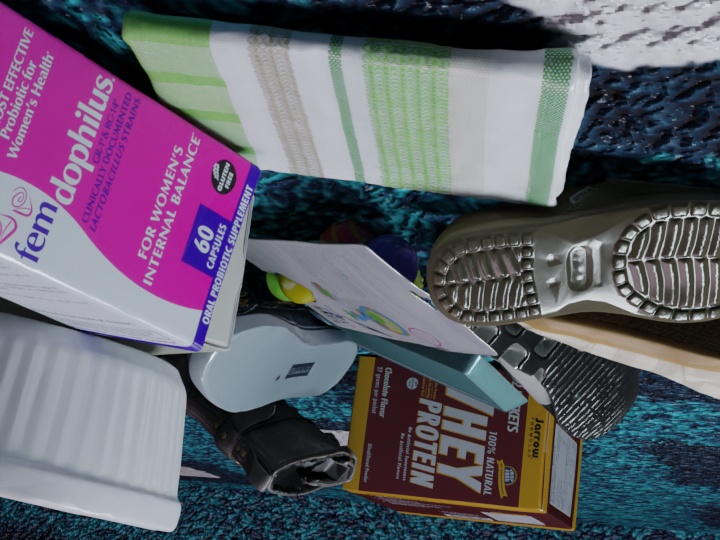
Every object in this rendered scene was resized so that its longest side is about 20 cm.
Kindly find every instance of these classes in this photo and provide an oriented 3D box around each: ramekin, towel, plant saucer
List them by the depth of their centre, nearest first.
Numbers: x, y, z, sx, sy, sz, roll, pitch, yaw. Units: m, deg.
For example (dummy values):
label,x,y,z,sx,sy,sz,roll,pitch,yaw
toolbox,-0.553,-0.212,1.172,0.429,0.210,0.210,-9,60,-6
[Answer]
label,x,y,z,sx,sy,sz,roll,pitch,yaw
towel,0.002,-0.079,0.582,0.199,0.031,0.149,8,163,6
ramekin,-0.193,0.084,0.718,0.202,0.095,0.202,12,167,3
plant saucer,0.033,0.057,0.914,0.200,0.019,0.070,21,163,50

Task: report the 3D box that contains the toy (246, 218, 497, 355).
label,x,y,z,sx,sy,sz,roll,pitch,yaw
toy,0.000,0.000,0.797,0.115,0.047,0.200,38,161,-26

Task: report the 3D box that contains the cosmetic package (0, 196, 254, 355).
label,x,y,z,sx,sy,sz,roll,pitch,yaw
cosmetic package,-0.167,-0.001,0.790,0.200,0.104,0.073,-8,158,41

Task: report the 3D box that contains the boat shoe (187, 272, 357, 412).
label,x,y,z,sx,sy,sz,roll,pitch,yaw
boat shoe,-0.083,0.046,0.881,0.091,0.071,0.200,37,-171,22

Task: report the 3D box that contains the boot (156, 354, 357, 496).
label,x,y,z,sx,sy,sz,roll,pitch,yaw
boot,-0.072,0.109,0.945,0.174,0.069,0.200,33,-161,24

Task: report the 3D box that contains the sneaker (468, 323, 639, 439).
label,x,y,z,sx,sy,sz,roll,pitch,yaw
sneaker,0.120,0.042,0.848,0.200,0.074,0.089,44,-179,-38

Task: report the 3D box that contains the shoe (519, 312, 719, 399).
label,x,y,z,sx,sy,sz,roll,pitch,yaw
shoe,0.137,0.024,0.718,0.199,0.070,0.053,22,150,20

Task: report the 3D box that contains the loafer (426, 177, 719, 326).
label,x,y,z,sx,sy,sz,roll,pitch,yaw
loafer,0.131,-0.016,0.664,0.199,0.076,0.068,-1,-152,-6

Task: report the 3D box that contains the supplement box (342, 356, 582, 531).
label,x,y,z,sx,sy,sz,roll,pitch,yaw
supplement box,0.111,0.178,1.251,0.196,0.133,0.200,2,164,19

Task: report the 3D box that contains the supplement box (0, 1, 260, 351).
label,x,y,z,sx,sy,sz,roll,pitch,yaw
supplement box,-0.158,-0.044,0.577,0.103,0.102,0.200,5,163,42
